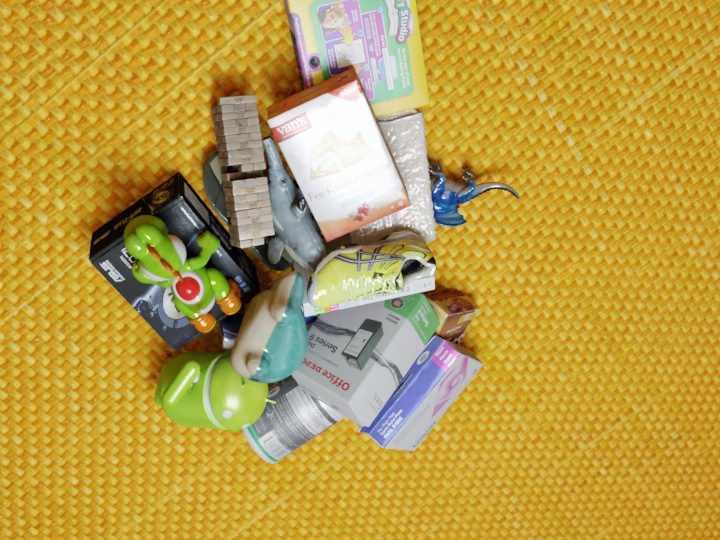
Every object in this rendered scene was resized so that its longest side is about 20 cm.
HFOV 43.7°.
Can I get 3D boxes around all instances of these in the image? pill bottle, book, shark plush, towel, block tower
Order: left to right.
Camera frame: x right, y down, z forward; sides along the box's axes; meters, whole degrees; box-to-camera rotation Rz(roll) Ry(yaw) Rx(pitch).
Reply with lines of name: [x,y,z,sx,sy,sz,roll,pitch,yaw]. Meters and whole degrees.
block tower: [-0.163,-0.137,1.243,0.053,0.058,0.203,-10,100,-23]
shark plush: [-0.088,-0.093,1.272,0.090,0.083,0.203,-14,105,-26]
pill bottle: [-0.092,0.217,1.469,0.199,0.113,0.114,-33,121,6]
book: [0.000,0.000,1.355,0.197,0.134,0.049,-12,130,-7]
towel: [0.039,-0.131,1.309,0.130,0.035,0.203,-8,104,5]

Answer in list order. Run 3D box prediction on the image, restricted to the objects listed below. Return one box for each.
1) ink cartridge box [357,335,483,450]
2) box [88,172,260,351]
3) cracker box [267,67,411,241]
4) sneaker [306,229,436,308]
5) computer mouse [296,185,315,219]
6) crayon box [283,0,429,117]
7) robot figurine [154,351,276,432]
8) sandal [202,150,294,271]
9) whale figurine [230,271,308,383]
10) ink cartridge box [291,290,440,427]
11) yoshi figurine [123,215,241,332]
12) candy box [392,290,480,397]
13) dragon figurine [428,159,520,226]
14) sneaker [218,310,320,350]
ink cartridge box: [0.103,0.205,1.454,0.197,0.043,0.200,-52,156,6]
box: [-0.269,-0.010,1.314,0.163,0.086,0.201,-32,121,6]
cracker box: [-0.028,-0.156,1.233,0.132,0.058,0.202,-23,118,7]
sneaker: [0.017,0.002,1.258,0.198,0.076,0.076,-25,127,-19]
computer mouse: [-0.032,-0.122,1.345,0.197,0.034,0.059,-21,106,-7]
crayon box: [-0.004,-0.309,1.226,0.170,0.058,0.202,-15,121,-6]
robot figurine: [-0.225,0.183,1.375,0.198,0.117,0.175,-2,154,35]
sandal: [-0.167,-0.082,1.310,0.080,0.057,0.202,-40,116,-18]
whale figurine: [-0.111,0.082,1.262,0.103,0.161,0.200,24,143,-12]
ink cartridge box: [0.003,0.112,1.360,0.201,0.145,0.084,-54,142,-17]
yoshi figurine: [-0.253,-0.009,1.230,0.111,0.114,0.200,0,146,32]
candy box: [0.105,0.132,1.469,0.116,0.056,0.202,-6,129,-55]
dragon figurine: [0.136,-0.107,1.371,0.197,0.059,0.101,8,119,-12]
sneaker: [-0.122,0.063,1.403,0.196,0.081,0.117,2,115,-22]
